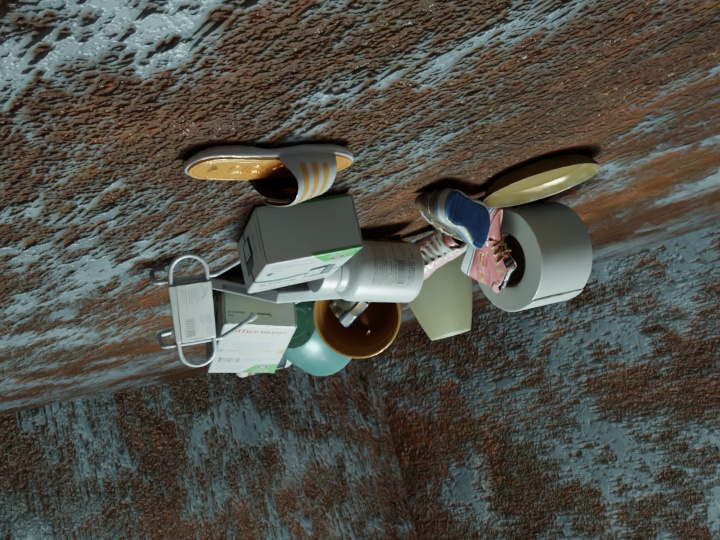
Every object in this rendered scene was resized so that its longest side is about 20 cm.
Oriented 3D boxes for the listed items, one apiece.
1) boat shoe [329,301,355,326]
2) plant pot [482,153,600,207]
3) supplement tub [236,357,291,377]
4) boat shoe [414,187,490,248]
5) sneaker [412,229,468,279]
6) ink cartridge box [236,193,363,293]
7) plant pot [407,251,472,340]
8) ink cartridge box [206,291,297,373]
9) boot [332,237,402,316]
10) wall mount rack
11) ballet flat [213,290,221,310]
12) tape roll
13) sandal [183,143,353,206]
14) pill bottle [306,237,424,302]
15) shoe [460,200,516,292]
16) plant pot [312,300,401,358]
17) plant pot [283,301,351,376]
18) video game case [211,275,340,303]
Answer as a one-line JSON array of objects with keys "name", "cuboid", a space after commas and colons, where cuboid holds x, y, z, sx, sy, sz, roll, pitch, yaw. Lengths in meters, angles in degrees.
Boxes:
[{"name": "boat shoe", "cuboid": [0.008, 0.028, 1.607, 0.200, 0.072, 0.072, -49, 178, 13]}, {"name": "plant pot", "cuboid": [0.295, -0.150, 1.249, 0.198, 0.028, 0.200, -14, 171, -2]}, {"name": "supplement tub", "cuboid": [-0.279, 0.225, 2.213, 0.198, 0.142, 0.140, -11, 170, -25]}, {"name": "boat shoe", "cuboid": [0.154, -0.092, 1.234, 0.072, 0.073, 0.200, 13, 170, 32]}, {"name": "sneaker", "cuboid": [0.143, -0.042, 1.461, 0.199, 0.076, 0.105, -30, 170, 3]}, {"name": "ink cartridge box", "cuboid": [-0.095, -0.036, 1.117, 0.144, 0.085, 0.200, -11, 171, -18]}, {"name": "plant pot", "cuboid": [0.175, 0.047, 1.690, 0.185, 0.202, 0.187, -14, 171, -2]}, {"name": "ink cartridge box", "cuboid": [-0.220, 0.123, 1.497, 0.144, 0.088, 0.200, 3, 147, -20]}, {"name": "boot", "cuboid": [0.000, 0.000, 1.503, 0.096, 0.075, 0.201, 26, 118, -16]}, {"name": "wall mount rack", "cuboid": [-0.249, 0.049, 1.231, 0.172, 0.202, 0.075, -9, -154, -18]}, {"name": "ballet flat", "cuboid": [-0.302, 0.090, 1.584, 0.069, 0.072, 0.199, -5, 166, -36]}, {"name": "tape roll", "cuboid": [0.336, -0.029, 1.489, 0.138, 0.205, 0.202, -10, 170, -31]}, {"name": "sandal", "cuboid": [-0.096, -0.098, 0.829, 0.205, 0.060, 0.079, -8, 169, -37]}, {"name": "pill bottle", "cuboid": [0.006, -0.001, 1.370, 0.198, 0.116, 0.114, 3, 164, -28]}, {"name": "shoe", "cuboid": [0.250, -0.043, 1.394, 0.071, 0.091, 0.201, -41, 156, -31]}, {"name": "plant pot", "cuboid": [-0.001, 0.086, 1.733, 0.198, 0.202, 0.140, -16, -173, 9]}, {"name": "plant pot", "cuboid": [-0.124, 0.146, 1.846, 0.199, 0.203, 0.161, -18, 158, 19]}, {"name": "video game case", "cuboid": [-0.156, 0.033, 1.401, 0.180, 0.023, 0.199, 10, -173, 34]}]
